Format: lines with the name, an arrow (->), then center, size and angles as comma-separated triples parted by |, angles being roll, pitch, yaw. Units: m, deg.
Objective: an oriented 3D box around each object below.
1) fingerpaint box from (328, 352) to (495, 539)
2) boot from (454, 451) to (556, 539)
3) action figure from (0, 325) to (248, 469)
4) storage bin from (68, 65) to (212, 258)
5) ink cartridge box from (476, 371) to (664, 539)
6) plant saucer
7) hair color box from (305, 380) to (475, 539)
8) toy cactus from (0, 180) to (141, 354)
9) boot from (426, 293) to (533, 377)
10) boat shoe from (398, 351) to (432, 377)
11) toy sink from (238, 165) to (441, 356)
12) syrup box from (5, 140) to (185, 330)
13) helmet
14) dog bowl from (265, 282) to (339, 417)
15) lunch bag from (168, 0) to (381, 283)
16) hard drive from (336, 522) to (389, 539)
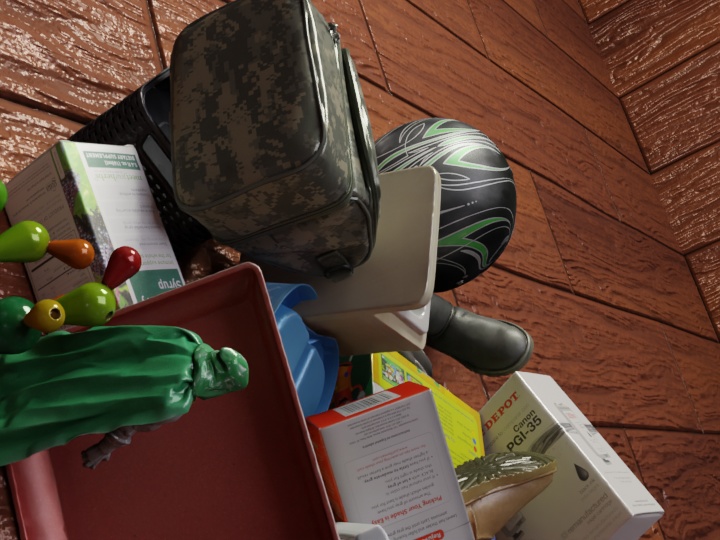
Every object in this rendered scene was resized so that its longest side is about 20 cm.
fingerpaint box -> 0.045, 0.185, 1.002 | 0.200, 0.073, 0.167 | 38, 36, -39
boot -> 0.115, 0.281, 0.935 | 0.175, 0.066, 0.201 | -10, 99, -30
action figure -> -0.160, 0.074, 0.606 | 0.055, 0.199, 0.118 | 63, 22, -43
storage bin -> -0.151, -0.112, 0.904 | 0.135, 0.094, 0.200 | 55, 28, -15
ink cartridge box -> 0.197, 0.229, 1.081 | 0.083, 0.147, 0.200 | 14, 31, -50
plant saucer -> -0.125, 0.121, 0.647 | 0.037, 0.199, 0.200 | 41, 30, -73
hair color box -> 0.032, 0.202, 0.822 | 0.061, 0.101, 0.201 | 180, -106, -74
toy cactus -> -0.245, 0.017, 0.592 | 0.199, 0.102, 0.166 | 21, 75, -6
boot -> 0.073, 0.042, 1.100 | 0.200, 0.181, 0.073 | 42, 65, -47
boat shoe -> 0.018, 0.085, 1.046 | 0.200, 0.067, 0.057 | 38, 21, -44
toy sink -> 0.000, 0.000, 0.913 | 0.112, 0.199, 0.131 | 37, 51, -51
syrup box -> -0.185, 0.012, 0.748 | 0.079, 0.081, 0.201 | -6, 70, -58
helmet -> 0.079, -0.080, 1.169 | 0.191, 0.199, 0.201 | 32, 40, -57
dog bowl -> -0.071, 0.081, 0.827 | 0.200, 0.049, 0.112 | 70, 40, -59
lunch bag -> -0.058, -0.106, 0.824 | 0.168, 0.139, 0.201 | 48, 28, -56
hard drive -> 0.000, 0.257, 0.761 | 0.027, 0.200, 0.132 | -18, 83, -19
